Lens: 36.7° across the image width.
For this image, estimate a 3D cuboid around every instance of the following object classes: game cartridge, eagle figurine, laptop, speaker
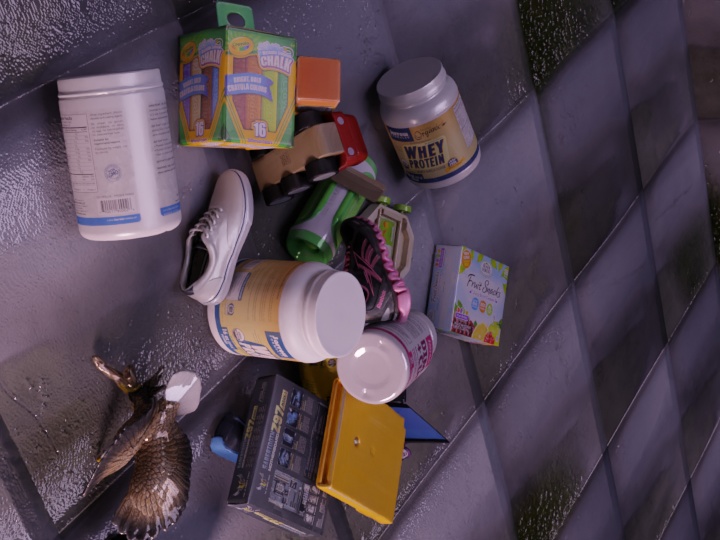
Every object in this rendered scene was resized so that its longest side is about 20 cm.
[{"bbox_3d":[0.006,0.282,1.687,0.200,0.032,0.177,44,48,-50],"label":"game cartridge"},{"bbox_3d":[-0.283,0.224,1.390,0.151,0.200,0.151,12,125,-23],"label":"eagle figurine"},{"bbox_3d":[0.070,0.201,1.905,0.177,0.103,0.201,14,74,-55],"label":"laptop"},{"bbox_3d":[-0.045,-0.103,1.755,0.089,0.088,0.200,58,48,-39],"label":"speaker"}]

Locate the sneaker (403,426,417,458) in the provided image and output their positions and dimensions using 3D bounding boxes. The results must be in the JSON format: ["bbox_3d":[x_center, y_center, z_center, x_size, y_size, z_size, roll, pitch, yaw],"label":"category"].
[{"bbox_3d":[0.034,0.315,1.881,0.200,0.087,0.075,-45,144,-44],"label":"sneaker"}]

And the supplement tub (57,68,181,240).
[{"bbox_3d":[-0.299,-0.146,1.354,0.132,0.132,0.201,-20,109,-52],"label":"supplement tub"}]

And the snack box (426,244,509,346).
[{"bbox_3d":[0.213,0.051,2.145,0.200,0.067,0.169,22,75,-54],"label":"snack box"}]

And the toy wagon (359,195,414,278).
[{"bbox_3d":[0.030,-0.052,1.905,0.200,0.039,0.156,18,77,-53],"label":"toy wagon"}]

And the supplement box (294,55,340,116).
[{"bbox_3d":[-0.078,-0.257,1.609,0.068,0.200,0.067,1,84,-13],"label":"supplement box"}]

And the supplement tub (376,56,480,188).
[{"bbox_3d":[0.119,-0.261,1.925,0.145,0.144,0.200,-56,134,-36],"label":"supplement tub"}]

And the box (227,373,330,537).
[{"bbox_3d":[-0.105,0.275,1.605,0.158,0.051,0.201,34,55,-38],"label":"box"}]

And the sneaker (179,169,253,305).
[{"bbox_3d":[-0.206,-0.052,1.542,0.071,0.073,0.201,24,73,-56],"label":"sneaker"}]

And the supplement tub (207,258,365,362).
[{"bbox_3d":[-0.107,0.058,1.578,0.144,0.199,0.145,-5,96,-54],"label":"supplement tub"}]

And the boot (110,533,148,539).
[{"bbox_3d":[-0.275,0.422,1.471,0.200,0.076,0.169,-32,121,-42],"label":"boot"}]

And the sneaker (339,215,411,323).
[{"bbox_3d":[0.000,0.000,1.640,0.095,0.200,0.079,-14,144,-19],"label":"sneaker"}]

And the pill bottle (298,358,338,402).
[{"bbox_3d":[-0.038,0.193,1.760,0.112,0.112,0.201,-26,113,-51],"label":"pill bottle"}]

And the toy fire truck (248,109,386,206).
[{"bbox_3d":[-0.040,-0.162,1.642,0.200,0.176,0.129,-15,84,-41],"label":"toy fire truck"}]

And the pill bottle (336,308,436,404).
[{"bbox_3d":[0.048,0.125,1.673,0.200,0.113,0.114,-30,117,-68],"label":"pill bottle"}]

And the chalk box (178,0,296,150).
[{"bbox_3d":[-0.171,-0.273,1.512,0.124,0.124,0.201,-1,94,-40],"label":"chalk box"}]

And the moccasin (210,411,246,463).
[{"bbox_3d":[-0.142,0.273,1.650,0.200,0.080,0.068,42,54,-48],"label":"moccasin"}]
